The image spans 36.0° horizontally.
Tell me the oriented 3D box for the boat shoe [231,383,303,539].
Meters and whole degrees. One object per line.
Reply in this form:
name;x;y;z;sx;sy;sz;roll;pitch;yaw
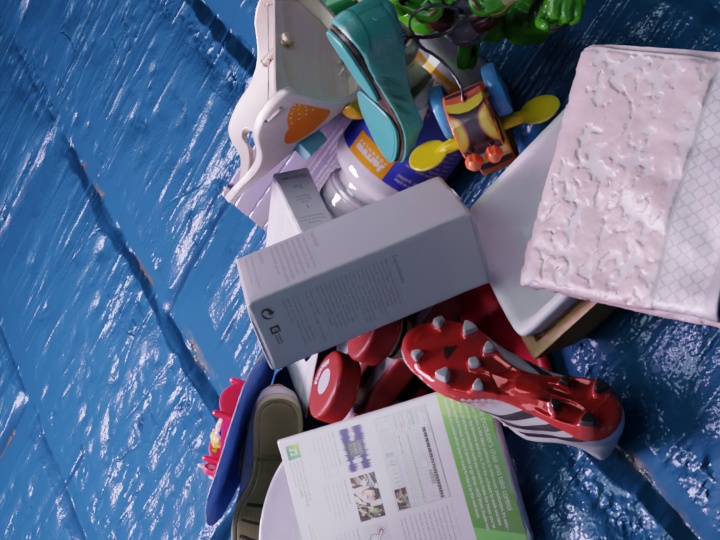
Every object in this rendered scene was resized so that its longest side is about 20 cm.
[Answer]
boat shoe;-0.095;0.220;1.191;0.068;0.074;0.201;-111;32;-76

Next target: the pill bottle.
pill bottle;0.046;-0.131;1.101;0.200;0.112;0.112;-52;45;23

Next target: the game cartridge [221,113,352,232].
game cartridge;-0.049;-0.120;1.212;0.200;0.130;0.038;-51;3;25

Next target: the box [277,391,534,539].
box;0.038;0.192;0.978;0.199;0.036;0.145;-18;76;14

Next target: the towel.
towel;0.215;-0.068;0.824;0.191;0.032;0.201;14;87;49

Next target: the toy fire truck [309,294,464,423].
toy fire truck;0.031;0.059;1.062;0.200;0.112;0.168;-57;23;34

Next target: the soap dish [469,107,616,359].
soap dish;0.191;-0.044;0.931;0.200;0.081;0.158;-47;48;29

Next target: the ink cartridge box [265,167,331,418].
ink cartridge box;-0.056;0.025;1.152;0.200;0.043;0.174;102;150;-48

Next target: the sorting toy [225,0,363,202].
sorting toy;-0.085;-0.161;1.117;0.180;0.107;0.200;-44;33;34

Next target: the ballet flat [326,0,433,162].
ballet flat;0.029;-0.163;0.959;0.070;0.200;0.067;-37;62;-4

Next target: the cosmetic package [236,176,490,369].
cosmetic package;0.000;0.000;0.947;0.199;0.074;0.102;-21;26;-2

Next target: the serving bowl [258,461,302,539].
serving bowl;-0.014;0.259;1.082;0.200;0.066;0.201;-18;66;45

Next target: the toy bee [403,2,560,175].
toy bee;0.092;-0.120;0.942;0.131;0.200;0.109;-32;58;33

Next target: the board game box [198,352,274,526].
board game box;-0.145;0.173;1.199;0.039;0.158;0.201;17;90;7

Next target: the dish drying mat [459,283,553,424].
dish drying mat;0.126;0.038;1.029;0.077;0.018;0.200;-40;50;36

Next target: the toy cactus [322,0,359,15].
toy cactus;-0.012;-0.291;1.246;0.165;0.102;0.200;-58;33;5

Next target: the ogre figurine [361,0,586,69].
ogre figurine;0.090;-0.228;0.959;0.199;0.120;0.098;-11;86;12

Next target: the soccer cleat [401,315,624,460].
soccer cleat;0.123;0.101;0.921;0.200;0.085;0.069;19;61;26
